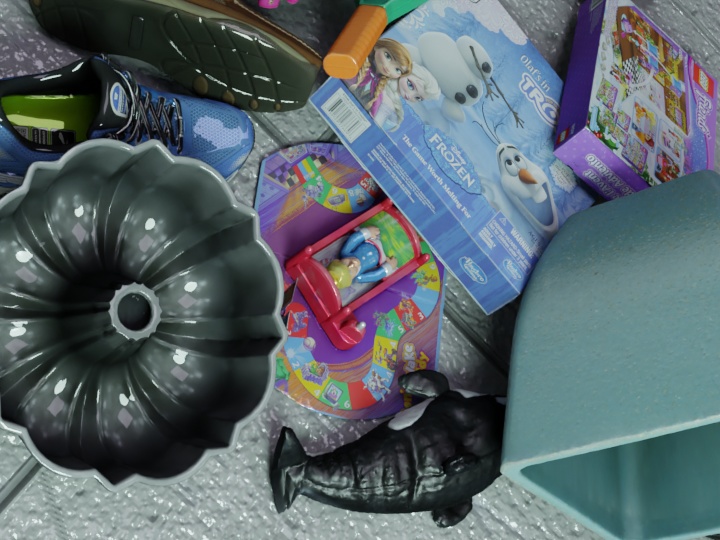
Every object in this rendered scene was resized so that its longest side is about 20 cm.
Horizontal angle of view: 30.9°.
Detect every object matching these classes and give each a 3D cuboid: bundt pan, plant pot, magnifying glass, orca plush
[{"bbox_3d":[-0.147,0.028,0.774,0.199,0.075,0.205,5,80,-31],"label":"bundt pan"},{"bbox_3d":[0.218,0.053,0.889,0.195,0.194,0.203,35,46,-45],"label":"plant pot"},{"bbox_3d":[0.014,-0.194,0.938,0.078,0.023,0.201,8,40,14],"label":"magnifying glass"},{"bbox_3d":[0.042,0.115,0.855,0.197,0.071,0.107,8,78,-27],"label":"orca plush"}]

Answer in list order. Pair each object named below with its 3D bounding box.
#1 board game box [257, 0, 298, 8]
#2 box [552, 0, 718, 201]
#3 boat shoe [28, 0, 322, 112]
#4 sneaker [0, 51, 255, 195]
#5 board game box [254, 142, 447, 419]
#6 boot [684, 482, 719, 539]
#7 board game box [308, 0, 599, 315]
[{"bbox_3d":[-0.033,-0.276,0.949,0.198,0.026,0.201,-17,60,-32],"label":"board game box"},{"bbox_3d":[0.222,-0.123,1.031,0.136,0.039,0.201,37,43,-18],"label":"box"},{"bbox_3d":[-0.118,-0.173,0.867,0.198,0.076,0.075,21,53,-9],"label":"boat shoe"},{"bbox_3d":[-0.152,-0.086,0.817,0.198,0.089,0.080,-4,74,-32],"label":"sneaker"},{"bbox_3d":[0.000,0.000,0.899,0.156,0.039,0.203,18,65,-23],"label":"board game box"},{"bbox_3d":[0.324,0.140,1.013,0.196,0.073,0.164,25,59,-18],"label":"boot"},{"bbox_3d":[0.087,-0.103,0.966,0.201,0.043,0.199,49,46,-5],"label":"board game box"}]
